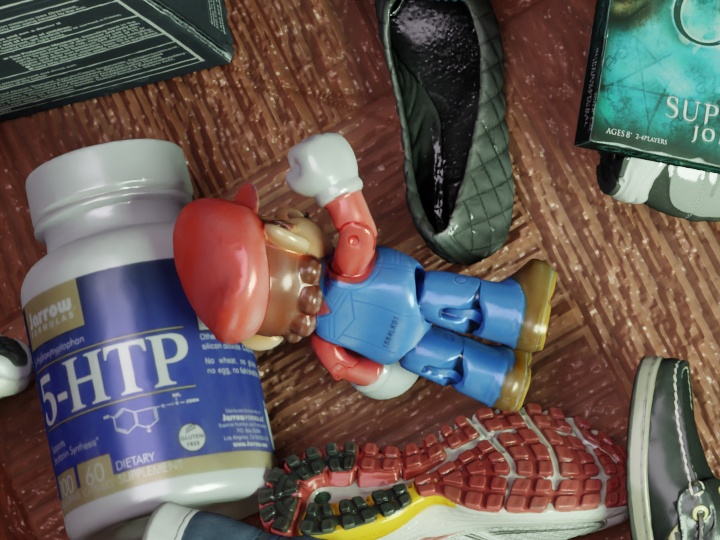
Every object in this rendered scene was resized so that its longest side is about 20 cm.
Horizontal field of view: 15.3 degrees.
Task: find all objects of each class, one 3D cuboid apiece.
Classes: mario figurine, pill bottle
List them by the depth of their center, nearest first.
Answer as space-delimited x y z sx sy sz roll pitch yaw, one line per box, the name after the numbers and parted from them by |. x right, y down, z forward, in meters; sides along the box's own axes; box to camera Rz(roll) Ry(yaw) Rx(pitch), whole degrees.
0.000 0.000 1.397 0.199 0.106 0.124 17 88 -3 | mario figurine
-0.119 0.039 1.445 0.119 0.120 0.201 -17 76 14 | pill bottle

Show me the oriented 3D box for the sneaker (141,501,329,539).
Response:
-0.035 0.219 1.374 0.145 0.077 0.203 8 124 15 | sneaker

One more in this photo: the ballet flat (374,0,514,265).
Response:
0.045 -0.101 1.447 0.066 0.057 0.201 -17 73 17 | ballet flat

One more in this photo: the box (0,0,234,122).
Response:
-0.199 -0.169 1.462 0.199 0.198 0.124 -13 78 14 | box

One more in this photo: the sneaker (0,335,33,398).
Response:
-0.256 0.085 1.498 0.199 0.075 0.082 -16 86 35 | sneaker

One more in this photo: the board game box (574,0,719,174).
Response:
0.213 -0.112 1.358 0.199 0.028 0.136 10 85 -15 | board game box

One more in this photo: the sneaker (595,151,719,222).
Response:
0.192 -0.119 1.407 0.079 0.074 0.201 24 82 -11 | sneaker

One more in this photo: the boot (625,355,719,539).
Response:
0.214 0.137 1.348 0.150 0.073 0.202 -8 83 17 | boot

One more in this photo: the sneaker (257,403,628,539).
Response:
0.049 0.127 1.409 0.198 0.083 0.078 -8 42 3 | sneaker
